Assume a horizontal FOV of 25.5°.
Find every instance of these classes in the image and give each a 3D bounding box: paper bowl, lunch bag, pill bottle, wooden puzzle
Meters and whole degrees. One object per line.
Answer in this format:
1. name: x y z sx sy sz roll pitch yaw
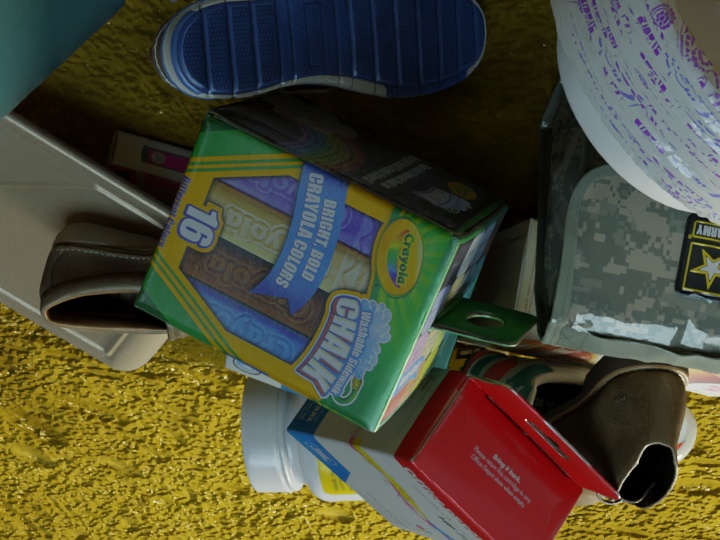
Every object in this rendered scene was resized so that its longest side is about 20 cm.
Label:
1. paper bowl: 0.182 -0.110 0.819 0.200 0.201 0.104 25 141 -25
2. lunch bag: 0.189 -0.030 0.925 0.163 0.201 0.118 10 143 -5
3. pill bottle: 0.016 0.119 1.213 0.199 0.115 0.114 -3 142 10
4. wooden puzzle: -0.200 -0.022 1.073 0.200 0.037 0.185 28 140 -14

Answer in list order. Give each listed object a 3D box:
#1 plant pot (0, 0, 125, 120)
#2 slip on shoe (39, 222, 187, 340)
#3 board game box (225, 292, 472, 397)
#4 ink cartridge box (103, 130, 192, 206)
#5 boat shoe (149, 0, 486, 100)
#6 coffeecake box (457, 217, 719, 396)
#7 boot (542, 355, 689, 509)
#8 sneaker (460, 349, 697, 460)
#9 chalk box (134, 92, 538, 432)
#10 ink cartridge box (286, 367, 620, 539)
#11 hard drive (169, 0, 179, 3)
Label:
1. plant pot: -0.201 -0.205 0.767 0.141 0.141 0.200 22 133 11
2. slip on shoe: -0.108 0.018 1.010 0.199 0.061 0.076 11 141 6
3. board game box: -0.005 0.019 1.052 0.151 0.047 0.200 20 141 5
4. ink cartridge box: -0.085 -0.031 1.093 0.199 0.037 0.095 13 142 -14
5. boat shoe: -0.025 -0.136 0.905 0.199 0.073 0.072 -4 -169 -27
6. coffeecake box: 0.178 0.029 1.059 0.199 0.073 0.154 12 172 -10
7. boot: 0.154 0.120 0.992 0.073 0.076 0.200 3 153 -6
8. sneaker: 0.166 0.107 1.099 0.199 0.071 0.093 17 178 -26
9. chalk box: 0.000 0.000 0.893 0.200 0.124 0.124 28 108 11
10. ink cartridge box: 0.054 0.118 0.988 0.116 0.067 0.200 44 161 -23
11. hard drive: -0.036 -0.217 0.839 0.199 0.038 0.140 -7 141 16
